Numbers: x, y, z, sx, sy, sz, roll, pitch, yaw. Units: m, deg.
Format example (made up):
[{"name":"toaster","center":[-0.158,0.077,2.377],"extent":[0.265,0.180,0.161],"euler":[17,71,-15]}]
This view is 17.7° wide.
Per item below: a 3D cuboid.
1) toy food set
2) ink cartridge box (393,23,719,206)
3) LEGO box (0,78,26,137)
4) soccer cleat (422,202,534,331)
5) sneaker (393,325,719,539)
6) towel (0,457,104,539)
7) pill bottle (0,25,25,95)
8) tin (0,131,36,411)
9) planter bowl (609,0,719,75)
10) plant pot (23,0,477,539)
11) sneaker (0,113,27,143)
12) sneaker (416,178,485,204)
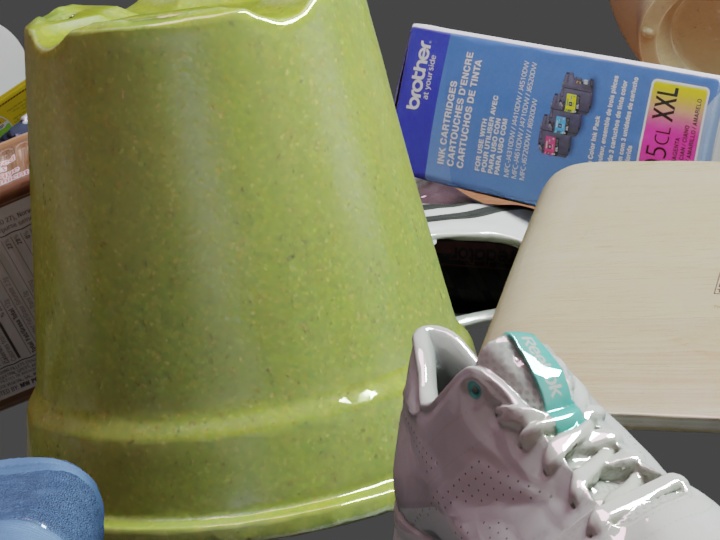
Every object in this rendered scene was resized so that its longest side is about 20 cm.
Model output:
[{"name":"toy food set","center":[0.137,0.027,0.825],"extent":[0.198,0.061,0.144],"euler":[1,39,21]},{"name":"ink cartridge box","center":[0.105,-0.065,1.103],"extent":[0.199,0.077,0.136],"euler":[16,5,33]},{"name":"LEGO box","center":[-0.165,-0.051,1.198],"extent":[0.199,0.078,0.149],"euler":[-30,4,24]},{"name":"soccer cleat","center":[0.000,0.000,1.050],"extent":[0.198,0.069,0.085],"euler":[0,11,-1]},{"name":"sneaker","center":[0.060,0.063,0.693],"extent":[0.075,0.089,0.200],"euler":[-13,14,-26]},{"name":"towel","center":[-0.140,0.109,0.711],"extent":[0.111,0.049,0.200],"euler":[-8,12,3]},{"name":"pill bottle","center":[-0.351,-0.157,1.859],"extent":[0.116,0.117,0.199],"euler":[-16,14,-33]},{"name":"tin","center":[-0.145,0.001,0.998],"extent":[0.199,0.113,0.042],"euler":[-22,34,3]},{"name":"planter bowl","center":[0.244,-0.181,1.480],"extent":[0.198,0.201,0.135],"euler":[-3,40,22]},{"name":"plant pot","center":[-0.051,-0.015,0.889],"extent":[0.198,0.186,0.200],"euler":[-8,12,2]},{"name":"sneaker","center":[-0.118,-0.078,1.054],"extent":[0.198,0.109,0.070],"euler":[-13,-7,-15]},{"name":"sneaker","center":[0.006,-0.039,1.203],"extent":[0.070,0.081,0.200],"euler":[-14,15,-31]}]
